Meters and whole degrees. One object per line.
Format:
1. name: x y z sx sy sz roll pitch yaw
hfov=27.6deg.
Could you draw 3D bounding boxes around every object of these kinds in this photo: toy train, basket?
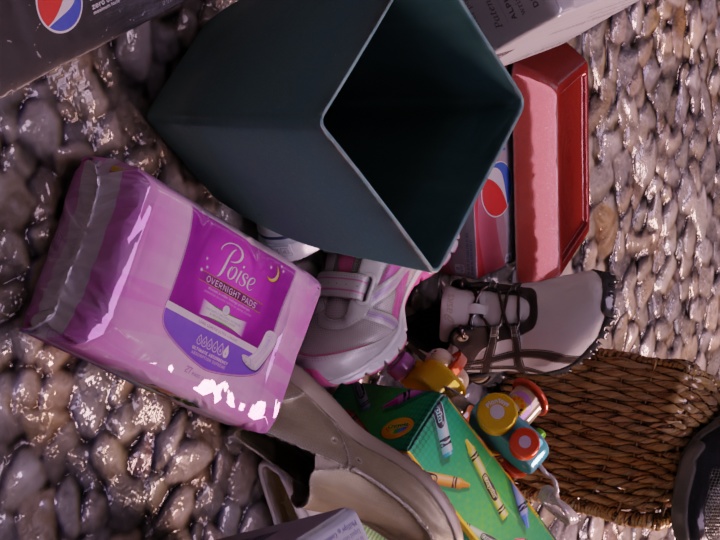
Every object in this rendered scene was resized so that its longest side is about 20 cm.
1. toy train: 0.100 0.119 1.155 0.056 0.199 0.151 -47 125 -15
2. basket: 0.224 0.156 1.317 0.142 0.198 0.151 31 71 -51

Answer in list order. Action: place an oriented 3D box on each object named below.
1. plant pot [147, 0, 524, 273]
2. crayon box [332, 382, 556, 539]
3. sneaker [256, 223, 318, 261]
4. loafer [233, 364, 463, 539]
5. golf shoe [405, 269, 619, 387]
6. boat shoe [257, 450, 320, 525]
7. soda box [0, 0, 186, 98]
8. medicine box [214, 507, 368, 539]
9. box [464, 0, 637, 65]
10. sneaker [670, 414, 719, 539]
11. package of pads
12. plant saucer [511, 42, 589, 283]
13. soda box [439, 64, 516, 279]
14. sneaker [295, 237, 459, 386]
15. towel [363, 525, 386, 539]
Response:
1. plant pot: -0.030 -0.101 0.943 0.141 0.199 0.142 50 58 -38
2. crayon box: 0.061 0.176 1.142 0.058 0.118 0.201 -53 122 -26
3. sneaker: -0.006 -0.087 1.082 0.200 0.072 0.071 -45 132 -37
4. loafer: -0.014 0.149 1.050 0.200 0.076 0.068 40 60 2
5. golf shoe: 0.113 0.043 1.165 0.094 0.199 0.079 25 55 -35
6. boat shoe: -0.038 0.231 1.091 0.085 0.074 0.204 -15 96 -38
7. soda box: -0.171 -0.171 0.867 0.200 0.063 0.071 -39 125 -41
8. medicine box: -0.055 0.279 0.957 0.103 0.181 0.202 -25 91 -47
9. box: 0.105 -0.261 1.047 0.198 0.130 0.202 -26 91 -46
10. sneaker: 0.335 0.165 1.208 0.199 0.113 0.077 -32 118 -43
11. package of pads: -0.119 0.019 0.959 0.200 0.075 0.122 33 73 -49
12. plant saucer: 0.170 -0.093 1.274 0.200 0.036 0.202 -40 129 -66
13. soda box: 0.082 -0.100 1.192 0.063 0.069 0.202 -22 114 -46
14. sneaker: 0.000 0.000 1.110 0.201 0.081 0.089 -60 136 -36
15. towel: 0.004 0.254 1.203 0.152 0.023 0.202 42 66 -46
